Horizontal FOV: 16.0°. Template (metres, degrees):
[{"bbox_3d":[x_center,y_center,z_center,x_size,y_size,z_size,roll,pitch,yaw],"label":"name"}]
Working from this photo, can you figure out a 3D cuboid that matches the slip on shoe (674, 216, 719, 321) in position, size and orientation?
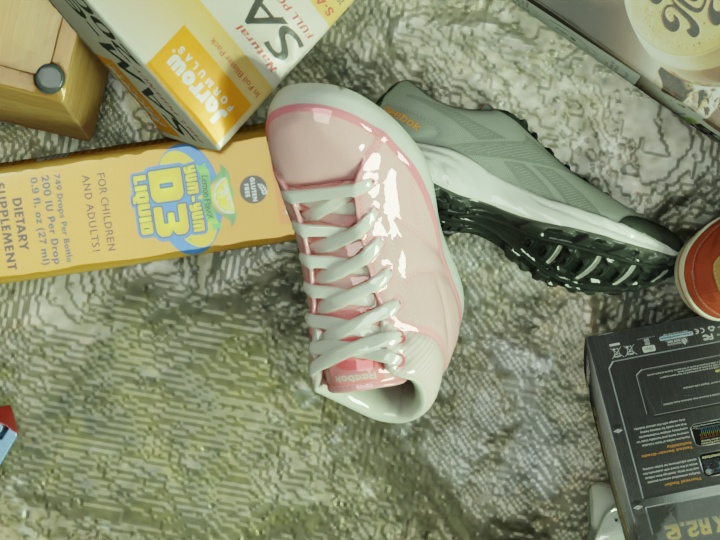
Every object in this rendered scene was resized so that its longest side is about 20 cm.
[{"bbox_3d":[0.264,-0.035,1.408,0.199,0.061,0.074,-31,100,-19],"label":"slip on shoe"}]

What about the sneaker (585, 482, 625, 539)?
[{"bbox_3d":[0.173,0.149,1.421,0.199,0.078,0.100,-35,88,-1],"label":"sneaker"}]

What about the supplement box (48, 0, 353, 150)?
[{"bbox_3d":[-0.063,-0.180,1.360,0.200,0.073,0.126,-49,119,-13],"label":"supplement box"}]

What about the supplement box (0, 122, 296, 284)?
[{"bbox_3d":[-0.124,-0.038,1.411,0.199,0.069,0.067,-9,95,-4],"label":"supplement box"}]

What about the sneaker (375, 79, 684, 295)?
[{"bbox_3d":[0.092,-0.047,1.415,0.199,0.074,0.080,22,63,-9],"label":"sneaker"}]

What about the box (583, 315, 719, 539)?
[{"bbox_3d":[0.234,0.092,1.389,0.199,0.048,0.159,-11,52,-1],"label":"box"}]

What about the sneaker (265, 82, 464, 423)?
[{"bbox_3d":[0.000,0.000,1.349,0.075,0.105,0.201,-4,136,24],"label":"sneaker"}]

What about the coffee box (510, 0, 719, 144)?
[{"bbox_3d":[0.175,-0.155,1.406,0.199,0.080,0.113,33,92,-2],"label":"coffee box"}]

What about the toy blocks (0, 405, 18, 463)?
[{"bbox_3d":[-0.282,0.101,1.408,0.199,0.100,0.137,30,80,-3],"label":"toy blocks"}]

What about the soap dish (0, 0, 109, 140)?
[{"bbox_3d":[-0.200,-0.186,1.396,0.156,0.081,0.201,14,93,-2],"label":"soap dish"}]
